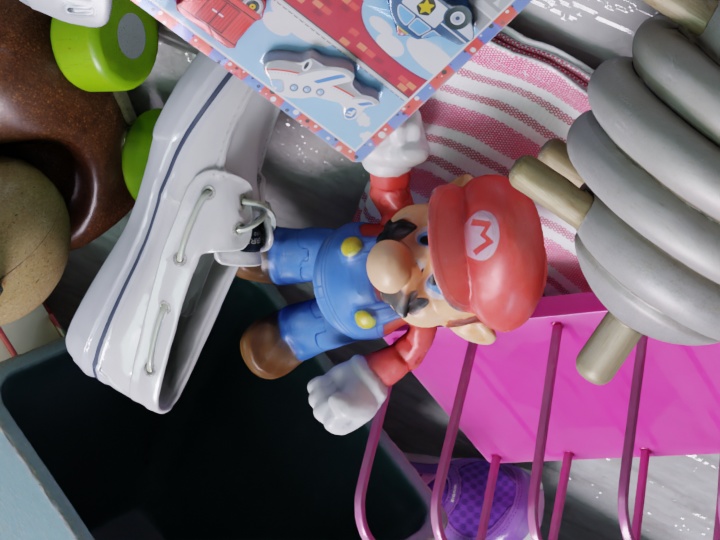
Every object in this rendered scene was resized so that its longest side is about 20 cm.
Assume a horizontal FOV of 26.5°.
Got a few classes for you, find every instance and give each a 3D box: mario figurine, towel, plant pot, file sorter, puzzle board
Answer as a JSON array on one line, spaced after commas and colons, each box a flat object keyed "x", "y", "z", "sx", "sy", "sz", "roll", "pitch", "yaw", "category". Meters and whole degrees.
[{"x": 0.000, "y": 0.000, "z": 0.727, "sx": 0.199, "sy": 0.106, "sz": 0.124, "roll": -14, "pitch": 122, "yaw": 47, "category": "mario figurine"}, {"x": 0.075, "y": -0.029, "z": 0.745, "sx": 0.145, "sy": 0.030, "sz": 0.201, "roll": 29, "pitch": 143, "yaw": 1, "category": "towel"}, {"x": -0.111, "y": 0.152, "z": 0.866, "sx": 0.196, "sy": 0.195, "sz": 0.200, "roll": 52, "pitch": 137, "yaw": 16, "category": "plant pot"}, {"x": 0.115, "y": 0.102, "z": 0.762, "sx": 0.198, "sy": 0.126, "sz": 0.139, "roll": -7, "pitch": 142, "yaw": 31, "category": "file sorter"}, {"x": -0.023, "y": -0.141, "z": 0.604, "sx": 0.199, "sy": 0.017, "sz": 0.150, "roll": 34, "pitch": 120, "yaw": -29, "category": "puzzle board"}]

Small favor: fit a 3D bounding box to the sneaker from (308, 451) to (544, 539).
[{"x": 0.015, "y": 0.139, "z": 0.928, "sx": 0.198, "sy": 0.081, "sz": 0.089, "roll": -5, "pitch": 143, "yaw": 37, "category": "sneaker"}]

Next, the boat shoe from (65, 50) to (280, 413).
[{"x": -0.071, "y": -0.024, "z": 0.744, "sx": 0.066, "sy": 0.073, "sz": 0.201, "roll": 33, "pitch": 109, "yaw": 20, "category": "boat shoe"}]

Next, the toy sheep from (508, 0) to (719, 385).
[{"x": 0.139, "y": -0.041, "z": 0.601, "sx": 0.137, "sy": 0.138, "sz": 0.201, "roll": 29, "pitch": 115, "yaw": -1, "category": "toy sheep"}]

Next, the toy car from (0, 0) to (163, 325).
[{"x": -0.195, "y": -0.036, "z": 0.766, "sx": 0.163, "sy": 0.201, "sz": 0.159, "roll": 2, "pitch": 136, "yaw": 30, "category": "toy car"}]

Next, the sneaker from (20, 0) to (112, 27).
[{"x": -0.108, "y": -0.174, "z": 0.661, "sx": 0.198, "sy": 0.076, "sz": 0.115, "roll": -3, "pitch": 144, "yaw": 25, "category": "sneaker"}]

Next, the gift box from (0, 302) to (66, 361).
[{"x": -0.249, "y": 0.100, "z": 0.965, "sx": 0.199, "sy": 0.187, "sz": 0.186, "roll": 23, "pitch": 147, "yaw": 39, "category": "gift box"}]
